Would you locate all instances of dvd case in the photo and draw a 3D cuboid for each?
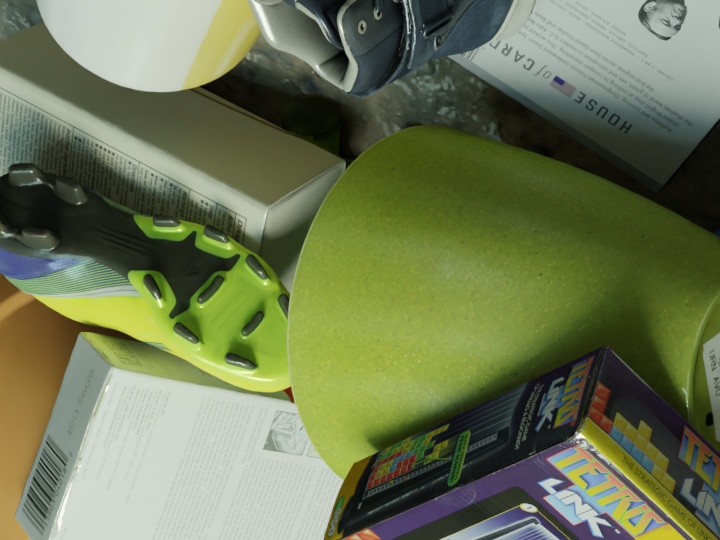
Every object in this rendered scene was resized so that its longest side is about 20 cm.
[{"bbox_3d":[0.125,-0.137,1.077,0.150,0.025,0.200,34,140,-1],"label":"dvd case"}]

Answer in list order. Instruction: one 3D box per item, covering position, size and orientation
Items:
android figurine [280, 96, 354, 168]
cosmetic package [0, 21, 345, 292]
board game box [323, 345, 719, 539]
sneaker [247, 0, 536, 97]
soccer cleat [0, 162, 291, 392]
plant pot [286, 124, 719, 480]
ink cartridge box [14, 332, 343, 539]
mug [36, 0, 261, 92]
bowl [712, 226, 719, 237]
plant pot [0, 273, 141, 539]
[{"bbox_3d":[0.000,0.000,1.279,0.182,0.041,0.200,19,136,16],"label":"android figurine"},{"bbox_3d":[-0.113,-0.045,1.238,0.200,0.073,0.104,28,128,23],"label":"cosmetic package"},{"bbox_3d":[0.110,0.139,1.053,0.200,0.057,0.165,43,133,-21],"label":"board game box"},{"bbox_3d":[0.023,-0.167,0.997,0.077,0.146,0.203,35,133,33],"label":"sneaker"},{"bbox_3d":[-0.105,0.009,1.183,0.200,0.065,0.084,26,157,21],"label":"soccer cleat"},{"bbox_3d":[0.100,0.034,1.103,0.200,0.187,0.187,11,136,43],"label":"plant pot"},{"bbox_3d":[-0.070,0.106,1.236,0.199,0.109,0.050,13,-165,-33],"label":"ink cartridge box"},{"bbox_3d":[-0.076,-0.151,1.106,0.186,0.149,0.153,36,147,6],"label":"mug"},{"bbox_3d":[0.244,0.047,1.170,0.200,0.039,0.201,18,136,17],"label":"bowl"},{"bbox_3d":[-0.143,0.098,1.308,0.140,0.200,0.200,41,159,55],"label":"plant pot"}]
